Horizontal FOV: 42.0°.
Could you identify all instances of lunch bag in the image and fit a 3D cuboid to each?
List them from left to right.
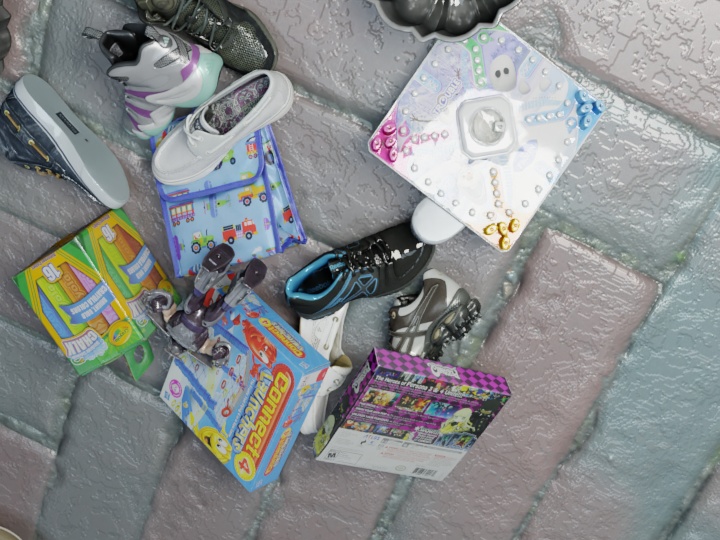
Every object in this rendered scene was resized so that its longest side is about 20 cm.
[{"bbox_3d":[-0.169,-0.110,1.153,0.147,0.094,0.205,-13,95,19],"label":"lunch bag"}]

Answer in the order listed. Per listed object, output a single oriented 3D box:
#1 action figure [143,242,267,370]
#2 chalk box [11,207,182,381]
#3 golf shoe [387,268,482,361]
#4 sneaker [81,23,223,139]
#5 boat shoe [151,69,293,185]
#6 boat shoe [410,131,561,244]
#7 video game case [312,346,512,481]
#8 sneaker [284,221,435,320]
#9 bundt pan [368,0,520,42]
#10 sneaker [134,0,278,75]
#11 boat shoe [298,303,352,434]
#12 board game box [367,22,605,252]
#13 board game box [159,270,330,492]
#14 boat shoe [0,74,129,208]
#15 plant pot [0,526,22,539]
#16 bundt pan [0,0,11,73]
[{"bbox_3d":[-0.195,0.051,1.133,0.129,0.070,0.200,33,128,-11],"label":"action figure"},{"bbox_3d":[-0.327,0.044,1.224,0.122,0.125,0.202,-27,105,22],"label":"chalk box"},{"bbox_3d":[0.065,0.082,1.182,0.095,0.077,0.201,48,118,15],"label":"golf shoe"},{"bbox_3d":[-0.260,-0.228,1.068,0.138,0.079,0.198,27,149,-32],"label":"sneaker"},{"bbox_3d":[-0.168,-0.165,1.080,0.197,0.068,0.073,-25,79,15],"label":"boat shoe"},{"bbox_3d":[0.145,-0.092,1.082,0.198,0.068,0.074,-37,90,-1],"label":"boat shoe"},{"bbox_3d":[0.063,0.186,1.176,0.196,0.036,0.183,14,127,-25],"label":"video game case"},{"bbox_3d":[0.000,0.000,1.126,0.197,0.082,0.074,-29,73,5],"label":"sneaker"},{"bbox_3d":[0.093,-0.336,0.965,0.197,0.076,0.207,2,99,15],"label":"bundt pan"},{"bbox_3d":[-0.185,-0.283,1.058,0.199,0.115,0.076,43,117,-9],"label":"sneaker"},{"bbox_3d":[-0.045,0.126,1.217,0.068,0.071,0.204,9,113,11],"label":"boat shoe"},{"bbox_3d":[0.140,-0.159,1.032,0.198,0.026,0.202,36,91,-2],"label":"board game box"},{"bbox_3d":[-0.155,0.143,1.216,0.195,0.055,0.203,39,119,26],"label":"board game box"},{"bbox_3d":[-0.382,-0.143,1.192,0.090,0.071,0.201,-38,93,26],"label":"boat shoe"},{"bbox_3d":[-0.599,0.511,1.467,0.198,0.202,0.135,30,152,-1],"label":"plant pot"},{"bbox_3d":[-0.514,-0.304,1.148,0.197,0.076,0.206,5,113,11],"label":"bundt pan"}]
